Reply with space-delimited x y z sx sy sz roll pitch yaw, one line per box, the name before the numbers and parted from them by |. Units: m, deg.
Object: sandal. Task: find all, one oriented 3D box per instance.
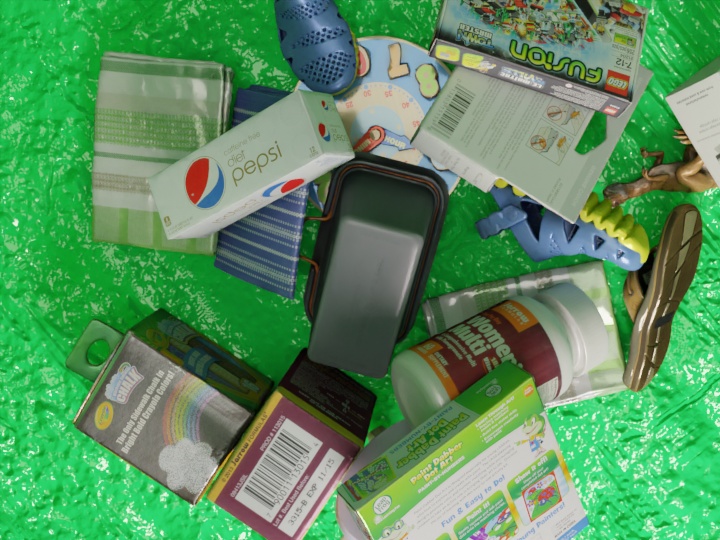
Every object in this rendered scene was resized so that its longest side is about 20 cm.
sandal | 0.296 0.026 1.078 0.054 0.080 0.202 25 112 36
sandal | 0.194 -0.047 1.061 0.199 0.079 0.088 29 110 26
sandal | -0.061 -0.271 1.055 0.079 0.087 0.202 -23 89 7

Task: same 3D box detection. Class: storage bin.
storage bin | 0.000 0.000 1.049 0.144 0.135 0.202 15 112 0

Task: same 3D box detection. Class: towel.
towel | -0.095 -0.085 1.082 0.024 0.144 0.202 1 102 -40
towel | -0.211 -0.123 1.116 0.148 0.031 0.202 8 100 13
towel | 0.176 0.080 1.122 0.198 0.031 0.151 -14 97 6

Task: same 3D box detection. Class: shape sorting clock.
shape sorting clock | 0.017 -0.143 1.099 0.198 0.039 0.202 1 98 4

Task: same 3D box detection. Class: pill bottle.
pill bottle | 0.138 0.092 1.031 0.199 0.109 0.110 -25 96 -20

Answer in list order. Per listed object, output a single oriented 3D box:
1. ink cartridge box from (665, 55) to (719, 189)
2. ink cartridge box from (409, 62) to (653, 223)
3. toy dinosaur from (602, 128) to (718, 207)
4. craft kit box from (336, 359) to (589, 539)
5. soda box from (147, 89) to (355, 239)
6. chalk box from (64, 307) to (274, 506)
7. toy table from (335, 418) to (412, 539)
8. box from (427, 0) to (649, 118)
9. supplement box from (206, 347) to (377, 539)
ink cartridge box | 0.413 -0.128 1.017 0.146 0.083 0.201 -35 95 -21
ink cartridge box | 0.170 -0.161 1.037 0.173 0.044 0.201 32 70 -1
toy dinosaur | 0.348 -0.101 1.077 0.198 0.061 0.107 2 126 9
craft kit box | 0.100 0.217 0.965 0.199 0.048 0.199 -34 124 -15
soda box | -0.108 -0.098 1.014 0.199 0.064 0.069 -25 82 28
chalk box | -0.213 0.128 1.116 0.199 0.124 0.125 34 100 0
toy table | 0.062 0.226 1.076 0.198 0.117 0.185 -14 65 -14
box | 0.173 -0.230 1.018 0.198 0.035 0.111 16 70 -5
supplement box | -0.063 0.175 1.069 0.103 0.200 0.132 33 100 0
